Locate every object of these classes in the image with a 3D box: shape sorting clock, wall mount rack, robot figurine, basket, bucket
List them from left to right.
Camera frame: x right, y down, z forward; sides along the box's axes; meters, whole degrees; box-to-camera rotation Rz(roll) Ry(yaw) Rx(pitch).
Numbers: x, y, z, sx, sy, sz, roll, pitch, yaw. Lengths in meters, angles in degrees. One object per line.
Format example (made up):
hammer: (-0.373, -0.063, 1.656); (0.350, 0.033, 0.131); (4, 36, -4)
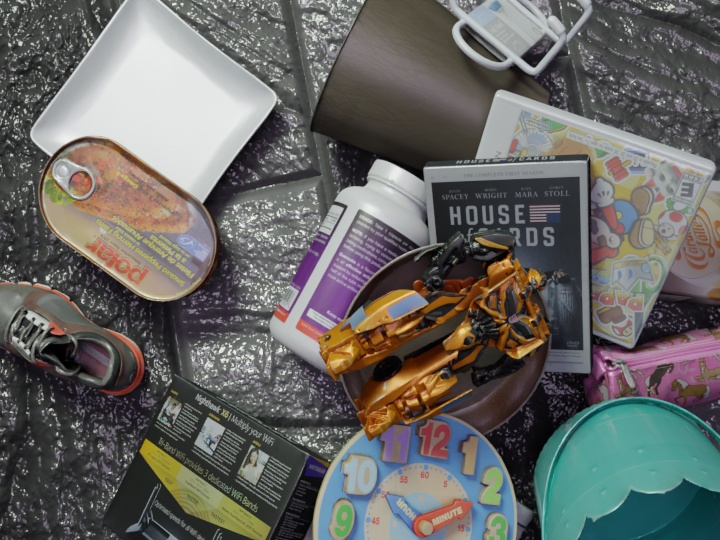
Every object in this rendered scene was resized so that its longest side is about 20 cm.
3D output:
shape sorting clock: (0.053, 0.230, 0.695); (0.194, 0.039, 0.206); (2, 82, -15)
basket: (0.076, -0.173, 0.764); (0.196, 0.136, 0.184); (28, 86, 0)
robot figurine: (0.071, 0.056, 0.649); (0.197, 0.059, 0.147); (-28, 115, 6)
wall mount rack: (0.134, -0.274, 0.736); (0.173, 0.200, 0.075); (41, 130, 3)
bucket: (0.253, 0.225, 0.690); (0.201, 0.136, 0.213); (-1, 116, -2)

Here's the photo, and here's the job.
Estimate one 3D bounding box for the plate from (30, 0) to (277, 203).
plate: (-0.217, -0.160, 0.819); (0.198, 0.032, 0.202); (37, 88, 3)

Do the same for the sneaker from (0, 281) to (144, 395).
sneaker: (-0.316, 0.064, 0.781); (0.195, 0.082, 0.079); (21, 87, 3)

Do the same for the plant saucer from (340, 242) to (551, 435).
plant saucer: (0.075, 0.066, 0.702); (0.194, 0.032, 0.206); (-2, 113, -4)

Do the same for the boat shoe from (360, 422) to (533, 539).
boat shoe: (0.075, 0.214, 0.766); (0.198, 0.071, 0.071); (34, 85, -3)

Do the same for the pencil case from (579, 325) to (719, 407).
pencil case: (0.316, 0.095, 0.753); (0.194, 0.087, 0.085); (-10, 101, 1)

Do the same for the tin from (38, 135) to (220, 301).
tin: (-0.232, -0.050, 0.780); (0.198, 0.042, 0.113); (35, 85, 2)

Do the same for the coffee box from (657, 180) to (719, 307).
coffee box: (0.317, -0.028, 0.767); (0.194, 0.080, 0.118); (5, 86, 2)

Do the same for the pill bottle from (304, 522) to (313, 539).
pill bottle: (-0.007, 0.342, 0.735); (0.199, 0.112, 0.113); (40, 88, 5)

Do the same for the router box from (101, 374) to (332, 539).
router box: (-0.137, 0.211, 0.723); (0.197, 0.052, 0.160); (20, 80, 37)

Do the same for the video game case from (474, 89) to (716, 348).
video game case: (0.189, -0.044, 0.702); (0.195, 0.023, 0.186); (21, 118, 11)

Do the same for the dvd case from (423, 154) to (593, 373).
dvd case: (0.138, -0.002, 0.714); (0.146, 0.025, 0.205); (0, 113, 20)

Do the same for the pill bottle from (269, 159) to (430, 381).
pill bottle: (0.000, 0.000, 0.760); (0.111, 0.112, 0.203); (29, 87, 4)
